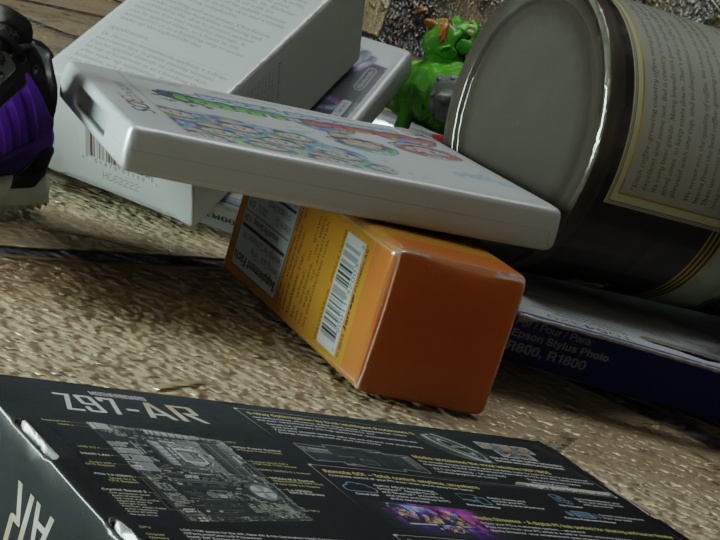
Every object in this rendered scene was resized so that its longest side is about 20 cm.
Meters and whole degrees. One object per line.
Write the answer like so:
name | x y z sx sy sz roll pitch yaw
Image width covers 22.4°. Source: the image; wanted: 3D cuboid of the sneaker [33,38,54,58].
sneaker | -0.226 -0.118 1.070 0.111 0.074 0.200 8 11 -22

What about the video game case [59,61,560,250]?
video game case | -0.030 -0.056 0.847 0.198 0.024 0.182 10 11 -20

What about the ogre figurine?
ogre figurine | 0.083 -0.104 1.171 0.119 0.099 0.200 11 24 -17

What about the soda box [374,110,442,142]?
soda box | 0.080 -0.059 1.294 0.199 0.064 0.068 24 13 35

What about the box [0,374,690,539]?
box | 0.011 0.083 0.464 0.199 0.044 0.160 10 12 -34

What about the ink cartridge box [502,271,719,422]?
ink cartridge box | 0.144 0.040 0.931 0.195 0.044 0.200 17 12 -10

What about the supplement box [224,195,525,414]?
supplement box | 0.000 0.000 0.840 0.066 0.069 0.200 13 12 -23

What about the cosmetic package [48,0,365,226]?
cosmetic package | -0.085 -0.119 1.044 0.101 0.072 0.200 22 43 18

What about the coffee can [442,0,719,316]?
coffee can | 0.162 -0.055 0.932 0.199 0.147 0.146 12 11 -27

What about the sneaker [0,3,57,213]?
sneaker | -0.191 -0.077 0.832 0.069 0.100 0.200 16 9 7

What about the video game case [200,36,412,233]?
video game case | -0.089 -0.104 1.098 0.181 0.023 0.200 19 42 16
